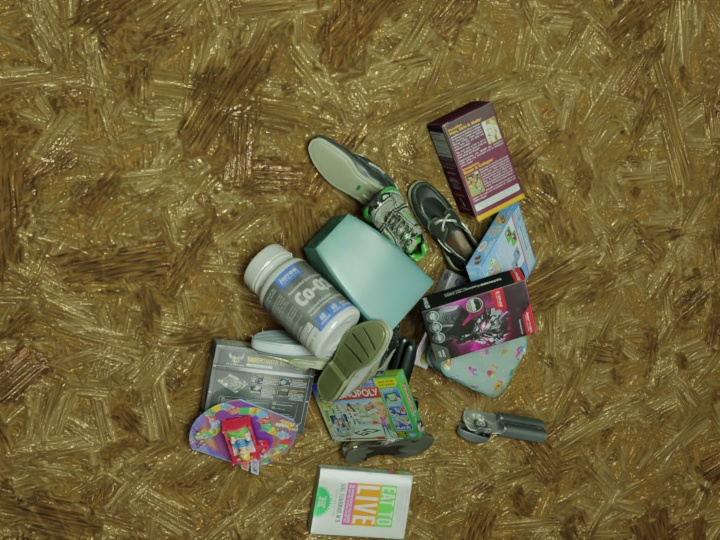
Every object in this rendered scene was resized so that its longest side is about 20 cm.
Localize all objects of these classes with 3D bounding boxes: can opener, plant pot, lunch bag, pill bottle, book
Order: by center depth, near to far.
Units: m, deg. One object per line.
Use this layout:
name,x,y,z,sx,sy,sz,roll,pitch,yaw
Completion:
pill bottle,-0.107,0.051,1.406,0.200,0.114,0.114,41,86,18
plant pot,0.000,0.000,1.457,0.200,0.141,0.141,46,77,-14
can opener,0.076,0.225,1.563,0.078,0.063,0.202,-7,112,-34
lunch bag,0.236,0.155,1.580,0.199,0.077,0.161,27,88,-37
book,0.000,0.469,1.608,0.198,0.048,0.135,8,94,-17
can opener,0.298,0.338,1.679,0.199,0.054,0.067,14,129,-20

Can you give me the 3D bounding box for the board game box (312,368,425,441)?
board game box,0.011,0.259,1.504,0.029,0.199,0.135,-44,118,-52

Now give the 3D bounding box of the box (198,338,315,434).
box,-0.193,0.220,1.491,0.199,0.048,0.160,8,97,-19

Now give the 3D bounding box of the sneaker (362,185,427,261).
sneaker,0.073,-0.083,1.432,0.078,0.085,0.200,-43,145,6

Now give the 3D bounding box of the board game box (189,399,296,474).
board game box,-0.214,0.318,1.462,0.199,0.039,0.158,28,119,-30

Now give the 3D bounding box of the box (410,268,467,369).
box,0.150,0.097,1.580,0.041,0.039,0.201,24,93,-22

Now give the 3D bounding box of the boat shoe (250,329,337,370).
boat shoe,-0.103,0.153,1.448,0.198,0.072,0.062,7,108,-14

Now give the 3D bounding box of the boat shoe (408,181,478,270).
boat shoe,0.167,-0.089,1.522,0.072,0.068,0.201,-37,99,-11

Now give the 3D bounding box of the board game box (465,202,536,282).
board game box,0.275,-0.011,1.528,0.200,0.036,0.152,-54,132,-39

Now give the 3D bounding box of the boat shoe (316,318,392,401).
boat shoe,-0.001,0.156,1.413,0.068,0.075,0.200,-4,143,-49

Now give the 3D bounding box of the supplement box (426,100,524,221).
supplement box,0.221,-0.210,1.517,0.110,0.086,0.201,-27,108,-10

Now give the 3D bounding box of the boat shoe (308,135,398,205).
boat shoe,-0.011,-0.184,1.468,0.199,0.068,0.072,35,133,-16

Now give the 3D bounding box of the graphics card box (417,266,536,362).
graphics card box,0.214,0.082,1.444,0.199,0.051,0.126,-16,122,4

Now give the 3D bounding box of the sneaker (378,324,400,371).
sneaker,0.025,0.170,1.530,0.072,0.072,0.201,-9,119,-62

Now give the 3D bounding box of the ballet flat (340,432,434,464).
ballet flat,0.054,0.350,1.600,0.198,0.046,0.068,-5,125,-19
